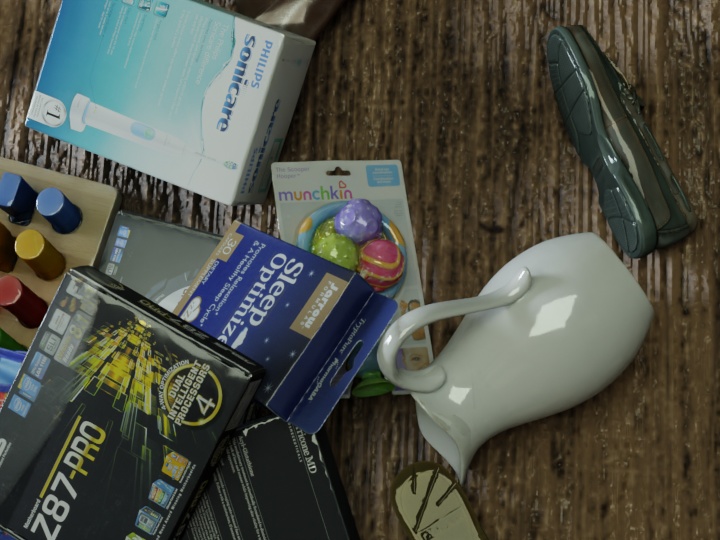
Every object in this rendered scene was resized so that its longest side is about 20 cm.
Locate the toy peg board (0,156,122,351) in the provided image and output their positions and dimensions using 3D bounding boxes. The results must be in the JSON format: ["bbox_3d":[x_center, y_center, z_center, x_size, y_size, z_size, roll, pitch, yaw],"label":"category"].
[{"bbox_3d":[-0.329,-0.010,1.616,0.198,0.098,0.201,15,76,13],"label":"toy peg board"}]

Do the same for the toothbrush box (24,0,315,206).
[{"bbox_3d":[-0.157,-0.155,1.615,0.198,0.085,0.148,20,99,16],"label":"toothbrush box"}]

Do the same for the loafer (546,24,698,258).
[{"bbox_3d":[0.210,-0.109,1.581,0.062,0.072,0.202,-16,77,-17],"label":"loafer"}]

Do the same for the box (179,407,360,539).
[{"bbox_3d":[-0.071,0.217,1.490,0.140,0.079,0.202,-18,88,6],"label":"box"}]

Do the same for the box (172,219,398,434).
[{"bbox_3d":[-0.067,0.040,1.492,0.199,0.032,0.122,23,75,48],"label":"box"}]

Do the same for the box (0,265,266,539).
[{"bbox_3d":[-0.183,0.121,1.439,0.160,0.049,0.201,30,99,11],"label":"box"}]

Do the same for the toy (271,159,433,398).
[{"bbox_3d":[0.000,0.000,1.565,0.114,0.047,0.202,-2,74,-20],"label":"toy"}]

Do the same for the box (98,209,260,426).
[{"bbox_3d":[-0.151,0.067,1.591,0.159,0.044,0.202,15,77,13],"label":"box"}]

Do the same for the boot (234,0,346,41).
[{"bbox_3d":[0.005,-0.244,1.648,0.200,0.064,0.186,-45,59,-9],"label":"boot"}]

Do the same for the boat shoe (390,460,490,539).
[{"bbox_3d":[0.082,0.243,1.500,0.073,0.063,0.202,-29,77,-5],"label":"boat shoe"}]

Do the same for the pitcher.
[{"bbox_3d":[0.115,0.049,1.488,0.199,0.172,0.121,-37,49,-2],"label":"pitcher"}]

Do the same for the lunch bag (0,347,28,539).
[{"bbox_3d":[-0.276,0.139,1.532,0.198,0.152,0.094,8,30,7],"label":"lunch bag"}]
